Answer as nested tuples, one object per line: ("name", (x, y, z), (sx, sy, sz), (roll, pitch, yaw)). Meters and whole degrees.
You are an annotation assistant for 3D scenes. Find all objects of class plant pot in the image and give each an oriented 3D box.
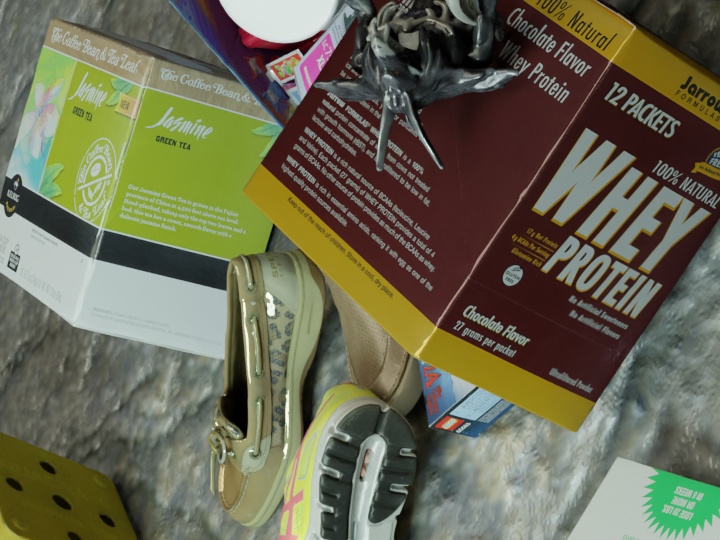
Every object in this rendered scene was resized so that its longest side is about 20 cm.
("plant pot", (-0.265, 0.233, 1.780), (0.177, 0.200, 0.200), (-52, 36, 16))

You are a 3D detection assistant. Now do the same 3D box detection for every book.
("book", (0.130, 0.198, 1.222), (0.200, 0.048, 0.133), (-58, 29, -12))

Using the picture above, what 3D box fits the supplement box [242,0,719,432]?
("supplement box", (0.078, -0.060, 1.320), (0.200, 0.133, 0.197), (-57, 41, 8))

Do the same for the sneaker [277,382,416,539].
("sneaker", (-0.017, 0.160, 1.503), (0.090, 0.078, 0.201), (-122, 48, -64))

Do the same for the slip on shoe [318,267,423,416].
("slip on shoe", (0.000, 0.000, 1.551), (0.076, 0.060, 0.201), (-35, 49, 48))

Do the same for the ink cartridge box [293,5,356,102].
("ink cartridge box", (0.061, -0.158, 1.456), (0.200, 0.119, 0.042), (-44, 52, 42))

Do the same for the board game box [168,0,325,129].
("board game box", (-0.055, -0.189, 1.606), (0.039, 0.200, 0.158), (-23, 32, 32))

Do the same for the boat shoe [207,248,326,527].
("boat shoe", (-0.074, 0.077, 1.616), (0.073, 0.062, 0.201), (-136, 52, -56))

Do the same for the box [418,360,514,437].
("box", (0.079, -0.021, 1.453), (0.137, 0.038, 0.201), (-45, 42, 41))

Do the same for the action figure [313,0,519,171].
("action figure", (0.024, -0.157, 1.249), (0.119, 0.102, 0.201), (-5, 65, 32))

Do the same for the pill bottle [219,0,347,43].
("pill bottle", (-0.021, -0.218, 1.540), (0.111, 0.111, 0.200), (-53, 2, 33))

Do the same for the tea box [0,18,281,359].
("tea box", (-0.159, -0.062, 1.769), (0.200, 0.133, 0.197), (24, 98, 59))
